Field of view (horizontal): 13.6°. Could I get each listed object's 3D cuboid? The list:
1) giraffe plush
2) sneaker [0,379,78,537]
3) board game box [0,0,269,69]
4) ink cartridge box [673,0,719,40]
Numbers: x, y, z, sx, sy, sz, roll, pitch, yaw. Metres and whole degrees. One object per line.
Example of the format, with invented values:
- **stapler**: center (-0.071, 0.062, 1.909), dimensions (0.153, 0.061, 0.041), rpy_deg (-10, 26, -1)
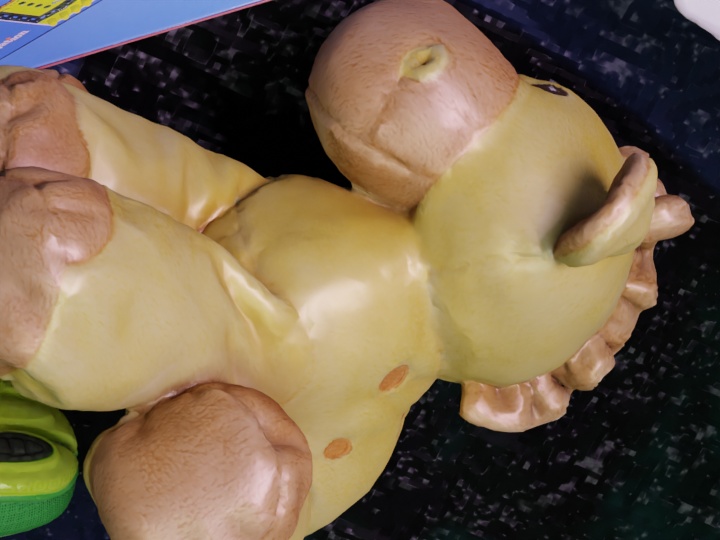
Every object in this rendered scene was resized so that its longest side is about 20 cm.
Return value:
- **giraffe plush**: center (0.000, 0.000, 0.790), dimensions (0.162, 0.173, 0.200), rpy_deg (-34, 122, 5)
- **sneaker**: center (-0.166, 0.081, 0.866), dimensions (0.199, 0.074, 0.084), rpy_deg (-17, 117, 17)
- **board game box**: center (-0.071, -0.109, 0.794), dimensions (0.199, 0.019, 0.103), rpy_deg (-16, 117, 5)
- **ink cartridge box**: center (0.187, -0.072, 0.801), dimensions (0.199, 0.068, 0.116), rpy_deg (32, 113, -20)
